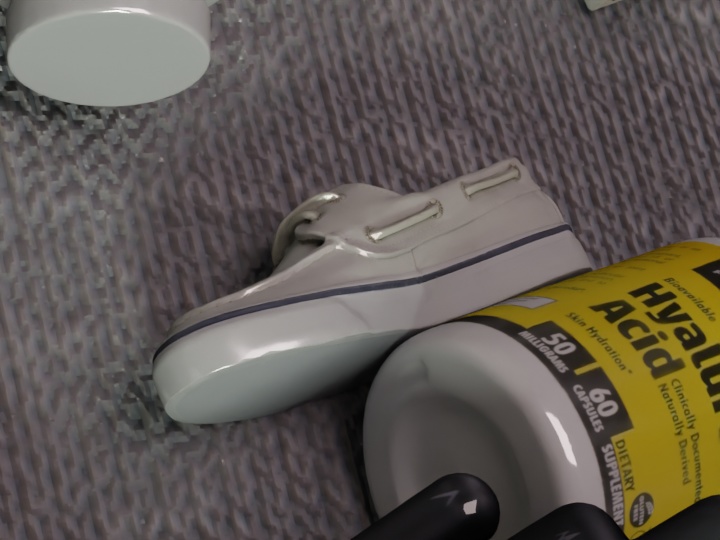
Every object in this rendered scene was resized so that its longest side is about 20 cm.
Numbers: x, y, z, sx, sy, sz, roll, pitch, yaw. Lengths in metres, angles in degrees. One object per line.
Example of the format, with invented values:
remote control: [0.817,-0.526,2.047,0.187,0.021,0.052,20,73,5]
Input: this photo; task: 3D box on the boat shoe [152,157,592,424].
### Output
boat shoe: [0.000,0.000,0.885,0.200,0.072,0.066,-18,74,-37]

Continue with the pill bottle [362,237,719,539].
pill bottle: [0.108,0.050,0.904,0.200,0.111,0.111,-18,80,-39]

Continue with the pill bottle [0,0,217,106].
pill bottle: [-0.090,-0.162,0.874,0.111,0.111,0.200,9,64,-29]

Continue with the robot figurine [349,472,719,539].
robot figurine: [0.051,0.150,0.757,0.125,0.200,0.150,55,4,-25]

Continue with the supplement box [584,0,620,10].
supplement box: [0.157,-0.204,1.076,0.200,0.074,0.126,-22,82,-38]
